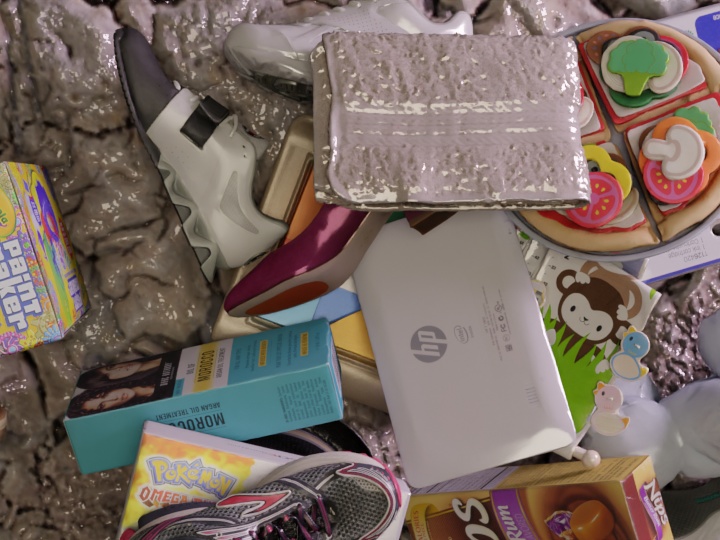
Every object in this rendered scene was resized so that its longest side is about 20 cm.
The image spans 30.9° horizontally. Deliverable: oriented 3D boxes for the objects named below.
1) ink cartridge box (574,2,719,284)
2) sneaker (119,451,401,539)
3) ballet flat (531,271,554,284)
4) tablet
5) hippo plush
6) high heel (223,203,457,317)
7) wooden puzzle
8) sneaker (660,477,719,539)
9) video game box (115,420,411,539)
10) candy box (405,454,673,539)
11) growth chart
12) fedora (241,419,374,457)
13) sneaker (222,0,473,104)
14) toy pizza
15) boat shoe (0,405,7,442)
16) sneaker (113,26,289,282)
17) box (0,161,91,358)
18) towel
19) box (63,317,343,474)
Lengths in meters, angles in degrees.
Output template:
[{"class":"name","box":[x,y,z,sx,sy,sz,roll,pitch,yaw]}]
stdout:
[{"class":"ink cartridge box","box":[0.282,-0.110,1.049,0.197,0.047,0.201,-16,97,-7]},{"class":"sneaker","box":[-0.065,0.184,0.875,0.199,0.075,0.081,-19,96,-6]},{"class":"ballet flat","box":[0.151,-0.015,1.027,0.068,0.068,0.201,-6,95,-9]},{"class":"tablet","box":[0.072,0.050,0.972,0.130,0.014,0.201,-17,75,9]},{"class":"hippo plush","box":[0.256,0.140,1.009,0.160,0.200,0.160,-20,114,13]},{"class":"high heel","box":[-0.027,-0.042,0.980,0.200,0.067,0.096,-28,71,5]},{"class":"wooden puzzle","box":[0.000,0.000,1.026,0.185,0.037,0.201,21,92,-8]},{"class":"sneaker","box":[0.302,0.210,1.071,0.200,0.070,0.080,-14,121,-11]},{"class":"video game box","box":[-0.081,0.220,0.936,0.199,0.047,0.183,14,91,-8]},{"class":"candy box","box":[0.136,0.210,0.991,0.200,0.056,0.117,-12,98,39]},{"class":"growth chart","box":[0.151,0.034,0.971,0.144,0.018,0.201,17,88,24]},{"class":"fedora","box":[-0.074,0.191,1.003,0.200,0.092,0.201,-1,95,-6]},{"class":"sneaker","box":[-0.005,-0.177,1.002,0.199,0.078,0.100,7,83,-13]},{"class":"toy pizza","box":[0.187,-0.103,0.963,0.200,0.032,0.201,-5,68,13]},{"class":"boat shoe","box":[-0.360,0.145,0.983,0.199,0.071,0.065,-11,102,2]},{"class":"sneaker","box":[-0.118,-0.100,0.985,0.088,0.074,0.200,-25,100,0]},{"class":"box","box":[-0.305,0.010,0.909,0.192,0.200,0.122,-17,95,-6]},{"class":"towel","box":[0.063,-0.108,0.932,0.199,0.034,0.133,-1,76,-4]},{"class":"box","box":[-0.115,0.093,0.978,0.199,0.082,0.049,-12,113,3]}]
